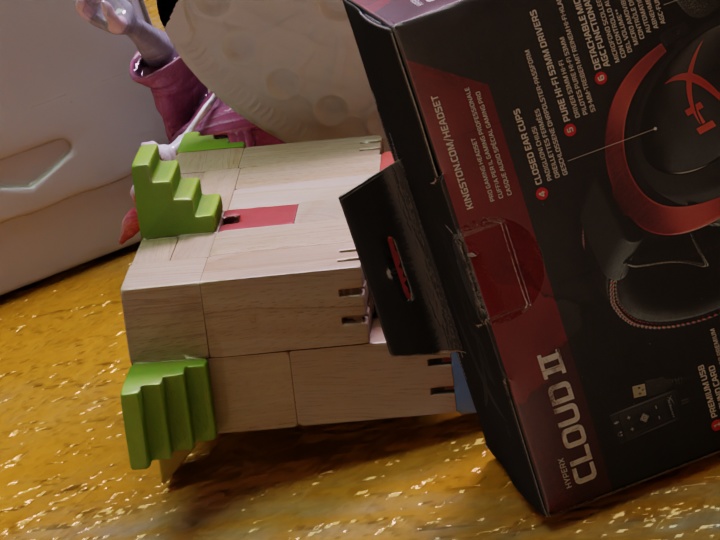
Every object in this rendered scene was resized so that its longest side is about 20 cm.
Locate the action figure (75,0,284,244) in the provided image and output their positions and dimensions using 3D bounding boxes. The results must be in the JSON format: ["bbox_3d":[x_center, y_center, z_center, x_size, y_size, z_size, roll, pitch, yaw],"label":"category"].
[{"bbox_3d":[-0.032,-0.082,1.160,0.200,0.134,0.149,-47,-13,-8],"label":"action figure"}]

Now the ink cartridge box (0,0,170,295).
[{"bbox_3d":[-0.172,-0.083,1.241,0.145,0.145,0.200,-22,18,-11],"label":"ink cartridge box"}]

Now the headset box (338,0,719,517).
[{"bbox_3d":[0.094,-0.032,0.787,0.199,0.149,0.075,-21,16,-6],"label":"headset box"}]

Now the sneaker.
[{"bbox_3d":[0.017,-0.105,1.051,0.199,0.081,0.147,20,32,-15],"label":"sneaker"}]

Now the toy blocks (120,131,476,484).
[{"bbox_3d":[0.000,0.000,0.918,0.136,0.101,0.200,-5,18,5],"label":"toy blocks"}]
